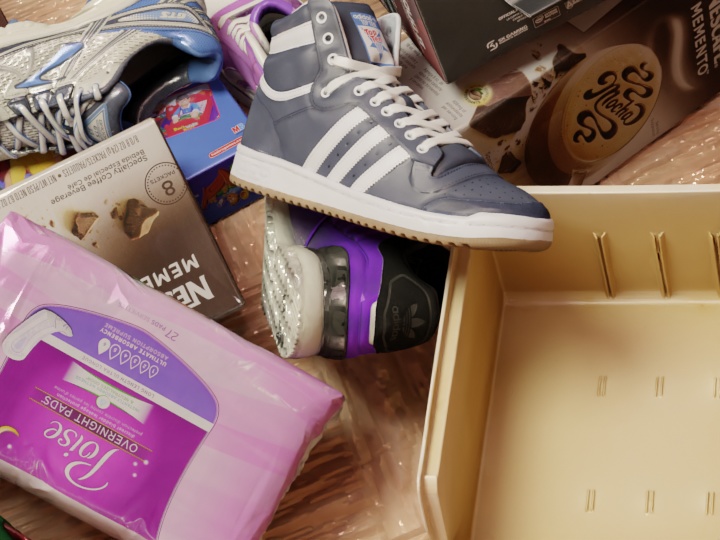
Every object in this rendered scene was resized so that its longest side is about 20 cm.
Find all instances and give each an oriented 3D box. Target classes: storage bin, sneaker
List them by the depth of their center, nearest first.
[{"bbox_3d":[0.142,0.062,1.085,0.199,0.094,0.199,0,53,14],"label":"storage bin"},{"bbox_3d":[0.019,-0.076,1.099,0.200,0.070,0.109,17,97,38],"label":"sneaker"},{"bbox_3d":[0.000,0.001,1.167,0.099,0.070,0.200,0,20,-8],"label":"sneaker"},{"bbox_3d":[-0.168,-0.103,1.252,0.200,0.077,0.085,-31,55,-9],"label":"sneaker"},{"bbox_3d":[-0.047,-0.138,1.280,0.073,0.114,0.201,-30,50,-8],"label":"sneaker"}]

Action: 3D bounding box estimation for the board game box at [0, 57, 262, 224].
[{"bbox_3d":[-0.167,-0.058,1.292,0.200,0.045,0.135,-29,51,-8],"label":"board game box"}]

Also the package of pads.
[{"bbox_3d":[-0.120,0.069,1.094,0.200,0.076,0.121,29,84,-3],"label":"package of pads"}]

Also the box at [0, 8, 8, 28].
[{"bbox_3d":[-0.287,-0.167,1.345,0.075,0.100,0.200,-35,38,-14],"label":"box"}]

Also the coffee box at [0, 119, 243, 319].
[{"bbox_3d":[-0.175,0.013,1.177,0.200,0.080,0.113,-25,90,-6],"label":"coffee box"}]

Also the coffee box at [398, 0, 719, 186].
[{"bbox_3d":[0.117,-0.114,1.218,0.200,0.113,0.080,-36,52,-13],"label":"coffee box"}]

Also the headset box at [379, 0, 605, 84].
[{"bbox_3d":[0.071,-0.195,1.174,0.148,0.075,0.200,-28,38,-4],"label":"headset box"}]

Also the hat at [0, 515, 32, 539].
[{"bbox_3d":[-0.156,0.167,1.112,0.176,0.166,0.200,-3,51,-33],"label":"hat"}]
